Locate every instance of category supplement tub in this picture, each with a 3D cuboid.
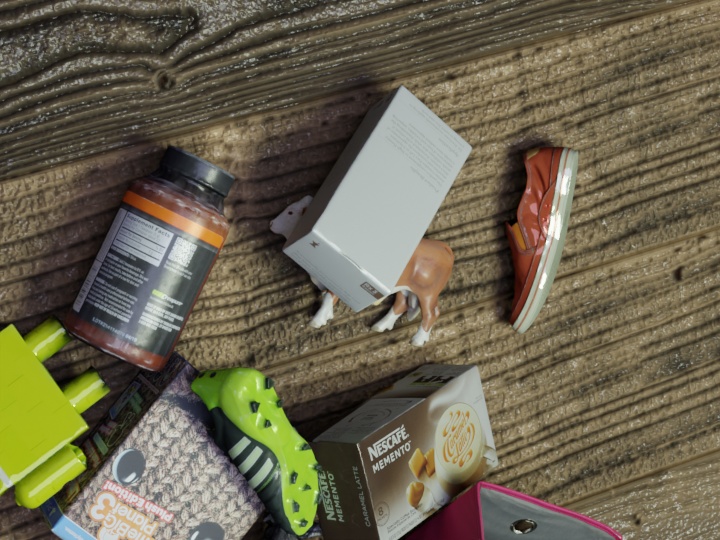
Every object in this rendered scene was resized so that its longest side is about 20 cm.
[{"bbox_3d":[-0.191,-0.013,1.428,0.106,0.107,0.201,27,87,-21],"label":"supplement tub"}]

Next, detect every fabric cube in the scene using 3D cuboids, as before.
[{"bbox_3d":[0.139,0.361,1.509,0.195,0.201,0.199,23,134,-26],"label":"fabric cube"}]

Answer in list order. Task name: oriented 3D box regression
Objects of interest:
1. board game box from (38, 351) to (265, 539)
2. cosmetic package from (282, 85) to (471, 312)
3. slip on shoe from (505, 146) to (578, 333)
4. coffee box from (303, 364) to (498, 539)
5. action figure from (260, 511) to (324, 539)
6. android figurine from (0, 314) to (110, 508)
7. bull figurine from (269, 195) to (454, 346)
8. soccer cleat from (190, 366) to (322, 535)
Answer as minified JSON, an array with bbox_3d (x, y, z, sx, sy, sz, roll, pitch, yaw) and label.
[{"bbox_3d":[-0.184,0.203,1.468,0.159,0.097,0.200,40,83,-20],"label":"board game box"},{"bbox_3d":[0.018,-0.070,1.468,0.102,0.074,0.201,40,59,-13],"label":"cosmetic package"},{"bbox_3d":[0.181,-0.034,1.589,0.061,0.074,0.202,12,102,14],"label":"slip on shoe"},{"bbox_3d":[0.042,0.182,1.511,0.199,0.079,0.115,-26,107,-46],"label":"coffee box"},{"bbox_3d":[-0.052,0.310,1.528,0.101,0.119,0.201,-9,111,-8],"label":"action figure"},{"bbox_3d":[-0.339,0.136,1.413,0.199,0.041,0.183,-35,88,-12],"label":"android figurine"},{"bbox_3d":[0.000,0.000,1.523,0.199,0.065,0.122,12,98,-19],"label":"bull figurine"},{"bbox_3d":[-0.094,0.165,1.412,0.068,0.081,0.201,-54,136,-39],"label":"soccer cleat"}]
